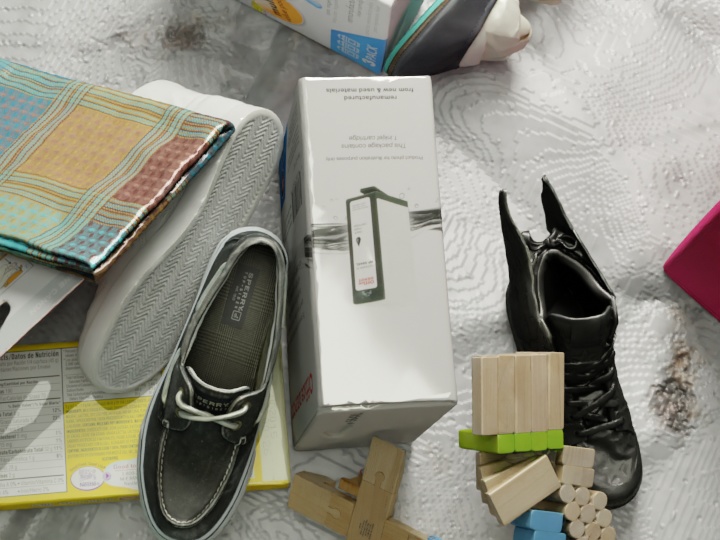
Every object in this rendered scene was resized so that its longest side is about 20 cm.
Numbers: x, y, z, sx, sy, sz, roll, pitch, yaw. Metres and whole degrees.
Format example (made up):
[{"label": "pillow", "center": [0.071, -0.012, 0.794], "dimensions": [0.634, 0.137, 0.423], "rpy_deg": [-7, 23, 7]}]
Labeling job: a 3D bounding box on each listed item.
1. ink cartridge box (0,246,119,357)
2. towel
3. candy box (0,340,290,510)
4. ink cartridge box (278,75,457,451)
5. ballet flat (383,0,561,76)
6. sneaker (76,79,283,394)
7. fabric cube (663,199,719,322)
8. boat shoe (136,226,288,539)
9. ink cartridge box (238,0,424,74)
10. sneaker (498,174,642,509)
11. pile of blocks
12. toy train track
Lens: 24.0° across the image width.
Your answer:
[{"label": "ink cartridge box", "center": [-0.252, 0.025, 1.021], "dimensions": [0.200, 0.044, 0.174], "rpy_deg": [-44, 49, -13]}, {"label": "towel", "center": [-0.195, -0.067, 1.029], "dimensions": [0.200, 0.022, 0.147], "rpy_deg": [15, 51, 30]}, {"label": "candy box", "center": [-0.147, 0.093, 1.061], "dimensions": [0.200, 0.026, 0.102], "rpy_deg": [-4, 71, -4]}, {"label": "ink cartridge box", "center": [0.000, 0.000, 1.033], "dimensions": [0.084, 0.146, 0.200], "rpy_deg": [-2, 76, -9]}, {"label": "ballet flat", "center": [0.098, -0.188, 1.130], "dimensions": [0.073, 0.073, 0.200], "rpy_deg": [36, 74, 6]}, {"label": "sneaker", "center": [-0.140, -0.026, 1.070], "dimensions": [0.116, 0.074, 0.200], "rpy_deg": [23, 78, 35]}, {"label": "fabric cube", "center": [0.337, -0.031, 1.033], "dimensions": [0.196, 0.199, 0.200], "rpy_deg": [42, 77, 9]}, {"label": "boat shoe", "center": [-0.090, 0.069, 1.010], "dimensions": [0.072, 0.071, 0.200], "rpy_deg": [12, 88, -3]}, {"label": "ink cartridge box", "center": [-0.056, -0.218, 1.104], "dimensions": [0.200, 0.115, 0.068], "rpy_deg": [28, 75, 5]}, {"label": "sneaker", "center": [0.130, 0.047, 1.049], "dimensions": [0.060, 0.104, 0.200], "rpy_deg": [-17, 77, -8]}, {"label": "pile of blocks", "center": [0.104, 0.137, 1.025], "dimensions": [0.082, 0.062, 0.200], "rpy_deg": [-27, 100, -25]}, {"label": "toy train track", "center": [0.046, 0.170, 1.022], "dimensions": [0.200, 0.033, 0.115], "rpy_deg": [24, 110, 28]}]
